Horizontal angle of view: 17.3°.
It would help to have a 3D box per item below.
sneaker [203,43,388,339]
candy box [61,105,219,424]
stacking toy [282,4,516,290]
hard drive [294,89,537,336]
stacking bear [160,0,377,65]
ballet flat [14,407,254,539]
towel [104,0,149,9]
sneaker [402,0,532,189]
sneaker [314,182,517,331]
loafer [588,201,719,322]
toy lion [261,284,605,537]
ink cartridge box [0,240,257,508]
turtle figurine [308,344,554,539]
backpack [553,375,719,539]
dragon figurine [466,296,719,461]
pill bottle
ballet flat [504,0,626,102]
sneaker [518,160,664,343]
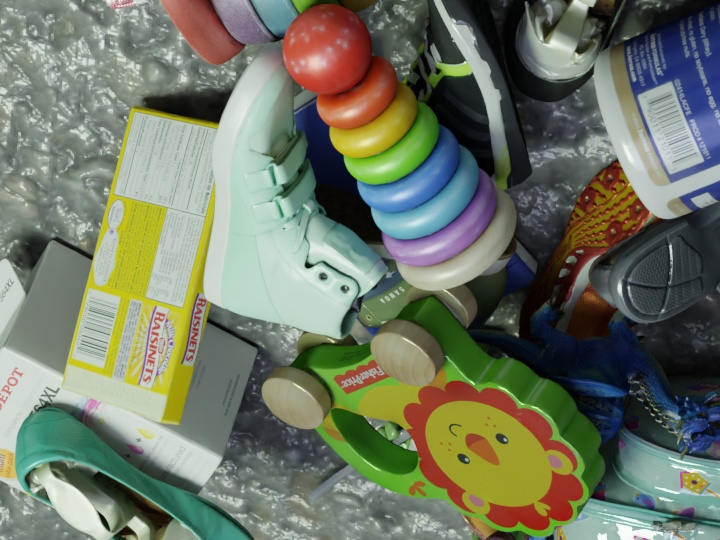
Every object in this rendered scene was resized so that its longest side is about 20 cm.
[{"bbox_3d":[-0.030,-0.046,1.490,0.118,0.074,0.201,19,131,14],"label":"sneaker"},{"bbox_3d":[-0.137,-0.005,1.586,0.102,0.200,0.026,15,180,38],"label":"candy box"},{"bbox_3d":[0.016,-0.081,1.457,0.085,0.085,0.200,-19,128,25],"label":"stacking toy"},{"bbox_3d":[0.009,-0.039,1.630,0.132,0.025,0.200,-30,116,31],"label":"hard drive"},{"bbox_3d":[-0.018,-0.209,1.454,0.200,0.122,0.114,-18,119,16],"label":"stacking bear"},{"bbox_3d":[-0.160,0.174,1.645,0.200,0.070,0.067,36,127,-17],"label":"ballet flat"},{"bbox_3d":[-0.074,-0.248,1.396,0.200,0.030,0.147,-16,87,1],"label":"towel"},{"bbox_3d":[0.055,-0.108,1.504,0.083,0.072,0.200,-14,141,6],"label":"sneaker"},{"bbox_3d":[0.000,0.000,1.600,0.200,0.067,0.090,11,125,1],"label":"sneaker"},{"bbox_3d":[0.237,-0.030,1.526,0.200,0.063,0.072,-24,110,-17],"label":"loafer"},{"bbox_3d":[0.059,0.103,1.568,0.192,0.069,0.200,49,141,-14],"label":"toy lion"},{"bbox_3d":[-0.199,0.088,1.712,0.200,0.125,0.129,28,129,-10],"label":"ink cartridge box"},{"bbox_3d":[0.054,0.153,1.696,0.200,0.144,0.194,5,127,4],"label":"turtle figurine"},{"bbox_3d":[0.229,0.160,1.644,0.200,0.176,0.154,-3,110,16],"label":"backpack"},{"bbox_3d":[0.146,0.074,1.558,0.200,0.100,0.059,4,136,-4],"label":"dragon figurine"},{"bbox_3d":[0.254,-0.117,1.448,0.200,0.116,0.116,-21,121,18],"label":"pill bottle"},{"bbox_3d":[0.134,-0.173,1.467,0.068,0.068,0.200,24,129,1],"label":"ballet flat"},{"bbox_3d":[0.176,-0.008,1.602,0.077,0.073,0.200,9,137,-22],"label":"sneaker"}]
